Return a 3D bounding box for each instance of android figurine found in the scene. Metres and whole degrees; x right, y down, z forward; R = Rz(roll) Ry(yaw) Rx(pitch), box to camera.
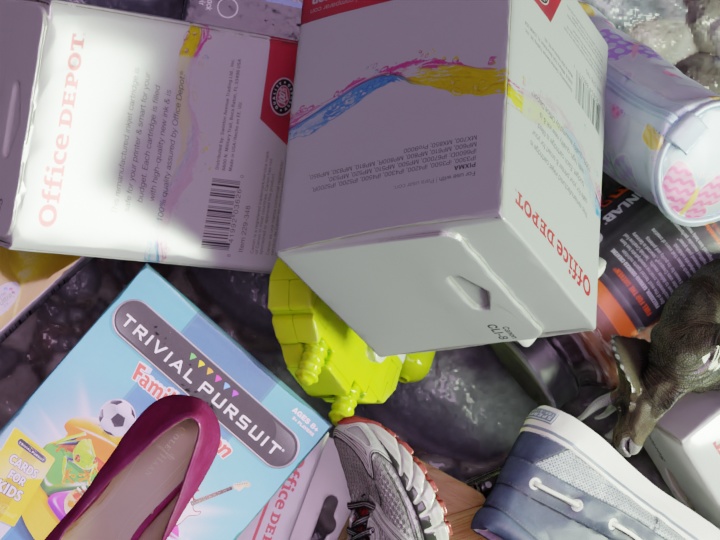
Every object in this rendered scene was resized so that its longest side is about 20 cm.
[{"bbox_3d":[0.000,0.000,1.272,0.041,0.182,0.200,-4,50,29],"label":"android figurine"}]

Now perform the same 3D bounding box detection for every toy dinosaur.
[{"bbox_3d":[0.222,0.029,1.238,0.102,0.077,0.200,30,71,41],"label":"toy dinosaur"}]

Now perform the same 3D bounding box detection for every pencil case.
[{"bbox_3d":[0.170,-0.104,1.285,0.083,0.200,0.091,-33,128,-9],"label":"pencil case"}]

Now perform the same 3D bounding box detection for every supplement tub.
[{"bbox_3d":[0.178,0.004,1.319,0.200,0.107,0.107,-37,89,-9],"label":"supplement tub"}]

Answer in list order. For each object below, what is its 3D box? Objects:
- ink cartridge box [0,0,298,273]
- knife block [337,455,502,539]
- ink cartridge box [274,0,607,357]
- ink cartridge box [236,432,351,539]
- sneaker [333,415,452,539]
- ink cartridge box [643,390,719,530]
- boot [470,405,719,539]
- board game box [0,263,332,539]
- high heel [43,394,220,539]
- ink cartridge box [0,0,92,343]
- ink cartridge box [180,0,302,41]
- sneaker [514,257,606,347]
[{"bbox_3d":[-0.131,-0.082,1.236,0.199,0.086,0.148,7,96,-35],"label":"ink cartridge box"},{"bbox_3d":[0.071,0.199,1.296,0.175,0.064,0.200,30,74,-8],"label":"knife block"},{"bbox_3d":[0.051,-0.072,1.181,0.144,0.145,0.201,-10,58,25],"label":"ink cartridge box"},{"bbox_3d":[-0.095,0.134,1.292,0.199,0.068,0.116,21,84,-4],"label":"ink cartridge box"},{"bbox_3d":[0.015,0.185,1.209,0.082,0.078,0.201,-13,87,-15],"label":"sneaker"},{"bbox_3d":[0.290,0.088,1.312,0.200,0.087,0.146,-37,113,-7],"label":"ink cartridge box"},{"bbox_3d":[0.160,0.177,1.265,0.200,0.073,0.090,38,74,-14],"label":"boot"},{"bbox_3d":[-0.139,0.120,1.230,0.151,0.047,0.200,41,84,-2],"label":"board game box"},{"bbox_3d":[-0.143,0.160,1.155,0.067,0.096,0.200,37,84,-3],"label":"high heel"},{"bbox_3d":[-0.233,-0.088,1.312,0.198,0.047,0.200,-43,92,-9],"label":"ink cartridge box"},{"bbox_3d":[-0.018,-0.169,1.348,0.199,0.039,0.100,10,82,-6],"label":"ink cartridge box"},{"bbox_3d":[0.098,-0.042,1.287,0.081,0.200,0.075,-36,133,16],"label":"sneaker"}]
